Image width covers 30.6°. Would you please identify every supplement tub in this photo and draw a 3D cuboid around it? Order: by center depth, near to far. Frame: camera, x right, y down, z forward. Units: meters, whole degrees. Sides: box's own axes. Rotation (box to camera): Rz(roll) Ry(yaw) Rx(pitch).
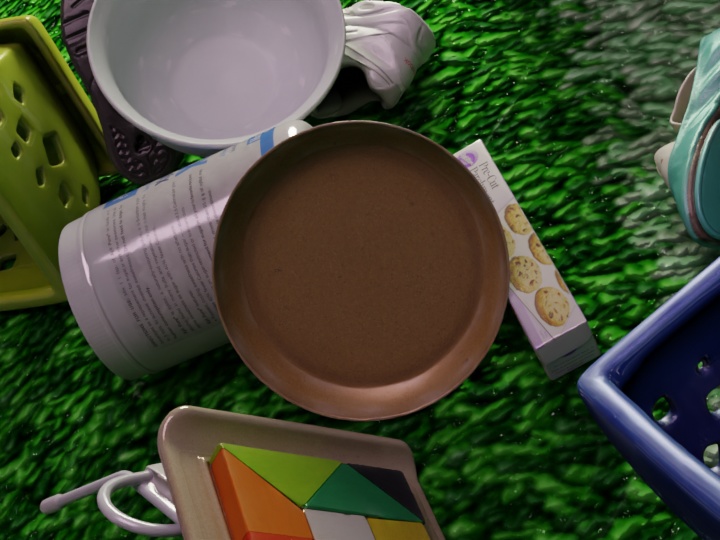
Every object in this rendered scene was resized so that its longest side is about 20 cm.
[{"bbox_3d":[-0.104,-0.014,0.966,0.198,0.132,0.133,-22,45,9],"label":"supplement tub"}]

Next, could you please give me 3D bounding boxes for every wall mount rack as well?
[{"bbox_3d":[-0.099,0.147,0.825,0.173,0.199,0.075,27,111,39],"label":"wall mount rack"}]

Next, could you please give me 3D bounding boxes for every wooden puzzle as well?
[{"bbox_3d":[-0.011,0.163,0.740,0.037,0.183,0.201,-55,38,30],"label":"wooden puzzle"}]

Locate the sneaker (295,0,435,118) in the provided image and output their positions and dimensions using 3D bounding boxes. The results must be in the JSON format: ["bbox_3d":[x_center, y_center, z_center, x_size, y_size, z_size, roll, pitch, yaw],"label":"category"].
[{"bbox_3d":[-0.040,-0.176,1.110,0.198,0.078,0.100,7,60,34],"label":"sneaker"}]

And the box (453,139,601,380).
[{"bbox_3d":[0.106,-0.012,0.911,0.041,0.039,0.201,-27,45,5],"label":"box"}]

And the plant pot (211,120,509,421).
[{"bbox_3d":[0.000,0.000,0.879,0.198,0.202,0.028,-24,10,9],"label":"plant pot"}]

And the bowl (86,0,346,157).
[{"bbox_3d":[-0.111,-0.167,1.048,0.198,0.091,0.203,1,68,-2],"label":"bowl"}]

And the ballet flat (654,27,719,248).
[{"bbox_3d":[0.240,-0.090,0.897,0.070,0.067,0.201,-16,41,51],"label":"ballet flat"}]

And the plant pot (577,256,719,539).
[{"bbox_3d":[0.254,0.092,0.620,0.199,0.180,0.200,-38,27,-6],"label":"plant pot"}]

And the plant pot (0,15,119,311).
[{"bbox_3d":[-0.331,-0.097,1.124,0.197,0.201,0.183,-4,45,27],"label":"plant pot"}]

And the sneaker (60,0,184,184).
[{"bbox_3d":[-0.200,-0.170,1.135,0.075,0.201,0.114,-19,1,0],"label":"sneaker"}]
